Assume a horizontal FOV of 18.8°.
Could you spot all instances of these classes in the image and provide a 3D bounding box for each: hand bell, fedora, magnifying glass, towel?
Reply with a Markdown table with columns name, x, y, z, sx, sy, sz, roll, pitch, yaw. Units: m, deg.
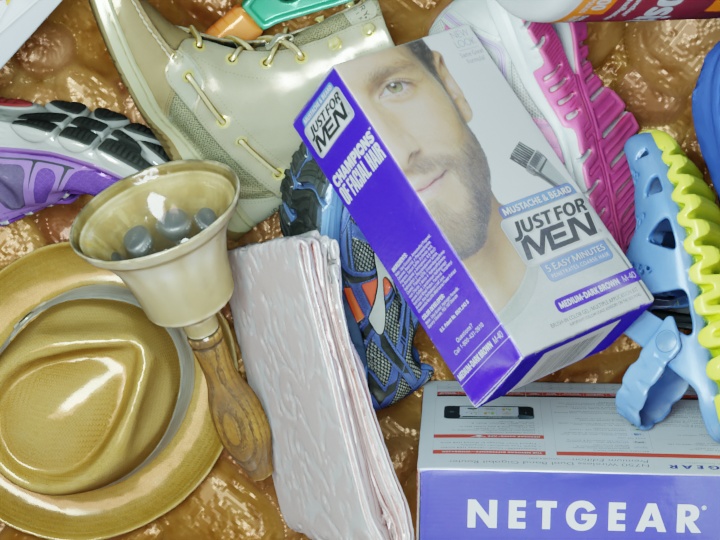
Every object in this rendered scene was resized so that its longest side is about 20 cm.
| name | x | y | z | sx | sy | sz | roll | pitch | yaw |
| --- | --- | --- | --- | --- | --- | --- | --- | --- | --- |
| hand bell | -0.089 | 0.044 | 1.303 | 0.104 | 0.104 | 0.200 | -18 | 122 | 5 |
| fedora | -0.174 | 0.079 | 1.346 | 0.200 | 0.082 | 0.201 | 0 | 96 | 2 |
| magnifying glass | -0.051 | -0.170 | 1.340 | 0.200 | 0.022 | 0.080 | -40 | 107 | 10 |
| towel | -0.028 | 0.072 | 1.285 | 0.032 | 0.200 | 0.191 | -15 | 93 | -16 |

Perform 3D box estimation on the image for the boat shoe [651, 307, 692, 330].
| name | x | y | z | sx | sy | sz | roll | pitch | yaw |
| --- | --- | --- | --- | --- | --- | --- | --- | --- | --- |
| boat shoe | 0.254 | 0.004 | 1.324 | 0.199 | 0.066 | 0.075 | 1 | 96 | 3 |

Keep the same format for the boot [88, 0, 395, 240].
| name | x | y | z | sx | sy | sz | roll | pitch | yaw |
| --- | --- | --- | --- | --- | --- | --- | --- | --- | --- |
| boot | -0.062 | -0.132 | 1.303 | 0.155 | 0.073 | 0.200 | -29 | 117 | 5 |

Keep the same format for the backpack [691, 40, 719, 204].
| name | x | y | z | sx | sy | sz | roll | pitch | yaw |
| --- | --- | --- | --- | --- | --- | --- | --- | --- | --- |
| backpack | 0.300 | -0.101 | 1.248 | 0.200 | 0.168 | 0.163 | -18 | 85 | -11 |

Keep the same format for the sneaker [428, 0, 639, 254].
| name | x | y | z | sx | sy | sz | roll | pitch | yaw |
| --- | --- | --- | --- | --- | --- | --- | --- | --- | --- |
| sneaker | 0.107 | -0.090 | 1.319 | 0.088 | 0.081 | 0.200 | -15 | 102 | 38 |

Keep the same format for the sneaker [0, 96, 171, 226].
| name | x | y | z | sx | sy | sz | roll | pitch | yaw |
| --- | --- | --- | --- | --- | --- | --- | --- | --- | --- |
| sneaker | -0.208 | -0.062 | 1.350 | 0.200 | 0.081 | 0.084 | 9 | 110 | 11 |

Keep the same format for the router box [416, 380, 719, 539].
| name | x | y | z | sx | sy | sz | roll | pitch | yaw |
| --- | --- | --- | --- | --- | --- | --- | --- | --- | --- |
| router box | 0.132 | 0.113 | 1.283 | 0.200 | 0.180 | 0.049 | 1 | 103 | 3 |

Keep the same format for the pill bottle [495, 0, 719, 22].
| name | x | y | z | sx | sy | sz | roll | pitch | yaw |
| --- | --- | --- | --- | --- | --- | --- | --- | --- | --- |
| pill bottle | 0.174 | -0.200 | 1.249 | 0.200 | 0.113 | 0.113 | -6 | 96 | -31 |

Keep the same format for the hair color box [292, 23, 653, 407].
| name | x | y | z | sx | sy | sz | roll | pitch | yaw |
| --- | --- | --- | --- | --- | --- | --- | --- | --- | --- |
| hair color box | 0.063 | -0.034 | 1.231 | 0.109 | 0.065 | 0.200 | -21 | 70 | -37 |

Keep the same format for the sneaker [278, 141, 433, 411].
| name | x | y | z | sx | sy | sz | roll | pitch | yaw |
| --- | --- | --- | --- | --- | --- | --- | --- | --- | --- |
| sneaker | 0.000 | 0.000 | 1.323 | 0.078 | 0.075 | 0.200 | -16 | 124 | -16 |

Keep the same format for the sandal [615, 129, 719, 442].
| name | x | y | z | sx | sy | sz | roll | pitch | yaw |
| --- | --- | --- | --- | --- | --- | --- | --- | --- | --- |
| sandal | 0.176 | 0.012 | 1.263 | 0.087 | 0.079 | 0.200 | -18 | 65 | 20 |

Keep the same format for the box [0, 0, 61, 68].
| name | x | y | z | sx | sy | sz | roll | pitch | yaw |
| --- | --- | --- | --- | --- | --- | --- | --- | --- | --- |
| box | -0.255 | -0.191 | 1.291 | 0.156 | 0.041 | 0.200 | 44 | 70 | -15 |
